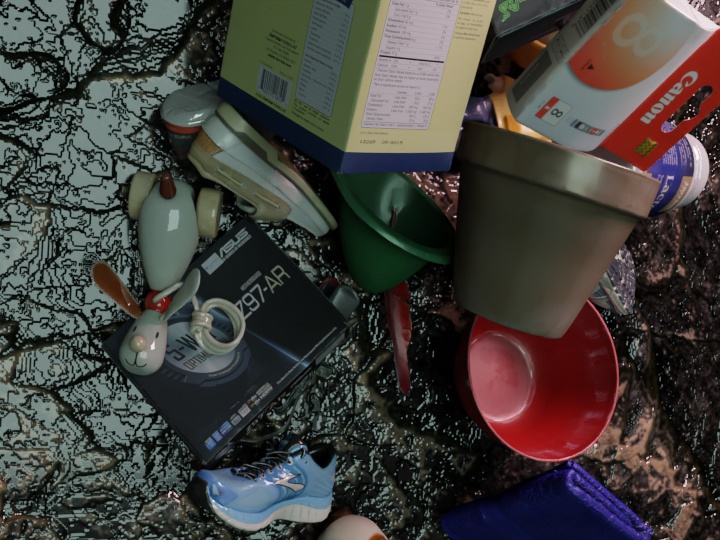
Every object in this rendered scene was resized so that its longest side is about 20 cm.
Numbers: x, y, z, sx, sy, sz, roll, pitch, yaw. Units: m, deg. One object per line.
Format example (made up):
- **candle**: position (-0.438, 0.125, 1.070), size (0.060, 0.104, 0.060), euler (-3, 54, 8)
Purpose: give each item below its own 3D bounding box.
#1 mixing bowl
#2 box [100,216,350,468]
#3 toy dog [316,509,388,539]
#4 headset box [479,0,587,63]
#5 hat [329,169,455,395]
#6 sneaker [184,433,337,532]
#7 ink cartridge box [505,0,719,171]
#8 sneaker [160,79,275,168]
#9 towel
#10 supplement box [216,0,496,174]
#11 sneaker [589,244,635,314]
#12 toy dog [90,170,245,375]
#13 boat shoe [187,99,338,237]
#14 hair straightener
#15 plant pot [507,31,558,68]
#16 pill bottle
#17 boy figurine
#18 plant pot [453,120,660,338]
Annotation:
- **mixing bowl**: position (0.181, 0.115, 1.010), size (0.197, 0.108, 0.204), euler (6, 75, -22)
- **box**: position (-0.132, 0.069, 0.901), size (0.200, 0.044, 0.160), euler (-42, 79, -13)
- **toy dog**: position (-0.051, 0.344, 0.940), size (0.199, 0.139, 0.196), euler (-34, 107, -23)
- **headset box**: position (0.159, -0.312, 0.817), size (0.172, 0.093, 0.203), euler (-23, 88, -2)
- **hat**: position (0.000, 0.000, 0.966), size (0.164, 0.201, 0.177), euler (8, 129, -45)
- **sneaker**: position (-0.095, 0.204, 0.908), size (0.199, 0.078, 0.091), euler (12, 99, -54)
- **ink cartridge box**: position (0.258, -0.166, 0.823), size (0.198, 0.051, 0.162), euler (23, 130, -26)
- **sneaker**: position (-0.114, -0.162, 0.927), size (0.198, 0.077, 0.083), euler (-21, 133, -26)
- **towel**: position (0.206, 0.284, 1.006), size (0.147, 0.199, 0.050), euler (37, 46, -21)
- **supplement box**: position (-0.005, -0.215, 0.775), size (0.133, 0.199, 0.203), euler (-7, 121, -41)
- **sneaker**: position (0.264, -0.007, 1.071), size (0.199, 0.085, 0.079), euler (37, 55, -39)
- **toy dog**: position (-0.188, -0.012, 0.849), size (0.130, 0.096, 0.203), euler (-11, 74, -5)
- **boat shoe**: position (-0.097, -0.087, 0.903), size (0.068, 0.075, 0.200), euler (-43, 135, 3)
- **hair straightener**: position (-0.066, 0.099, 0.943), size (0.041, 0.077, 0.201), euler (44, 78, -27)
- **plant pot**: position (0.218, -0.298, 0.956), size (0.196, 0.183, 0.204), euler (0, 87, -1)
- **pill bottle**: position (0.315, -0.120, 1.029), size (0.198, 0.115, 0.118), euler (-4, 95, -44)
- **boy figurine**: position (0.177, -0.164, 1.028), size (0.197, 0.064, 0.127), euler (-4, 85, -18)
- **plant pot**: position (0.170, -0.035, 0.881), size (0.197, 0.200, 0.176), euler (15, 98, -20)
